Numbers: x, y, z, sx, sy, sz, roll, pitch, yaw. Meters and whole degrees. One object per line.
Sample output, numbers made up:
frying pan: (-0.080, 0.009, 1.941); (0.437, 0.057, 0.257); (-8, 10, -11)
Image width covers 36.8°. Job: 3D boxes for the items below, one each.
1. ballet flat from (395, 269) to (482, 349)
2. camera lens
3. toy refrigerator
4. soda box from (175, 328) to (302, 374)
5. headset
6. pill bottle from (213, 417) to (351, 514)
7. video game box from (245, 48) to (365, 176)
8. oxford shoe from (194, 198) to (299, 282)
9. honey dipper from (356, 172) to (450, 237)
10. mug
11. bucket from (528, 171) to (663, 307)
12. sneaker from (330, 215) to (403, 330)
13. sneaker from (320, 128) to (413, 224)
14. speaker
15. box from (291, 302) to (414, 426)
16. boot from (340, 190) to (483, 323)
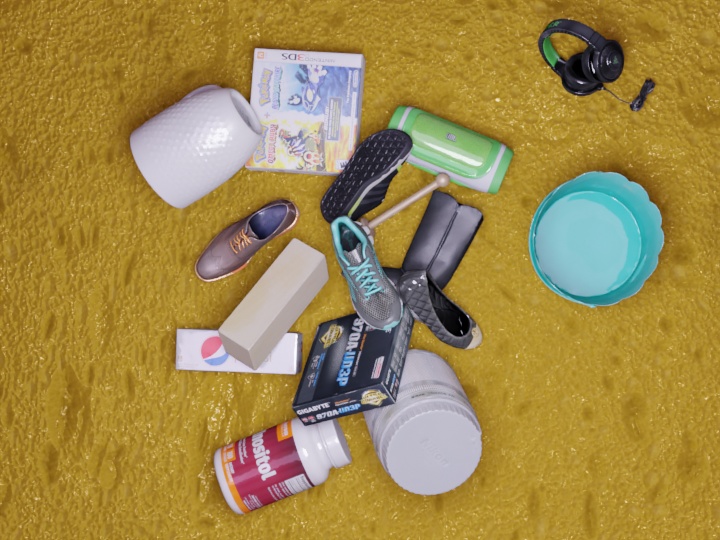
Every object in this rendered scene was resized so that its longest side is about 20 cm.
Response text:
ballet flat: (0.132, 0.066, 1.689); (0.057, 0.200, 0.067); (-17, 47, 38)
camera lens: (0.090, 0.226, 1.650); (0.159, 0.200, 0.160); (-4, 113, -9)
toy refrigerator: (-0.137, 0.051, 1.710); (0.070, 0.076, 0.200); (30, 66, 20)
soda box: (-0.197, 0.131, 1.759); (0.199, 0.064, 0.068); (2, 88, 6)
headset: (0.375, -0.327, 1.709); (0.200, 0.123, 0.094); (40, 72, -9)
pill bottle: (-0.122, 0.301, 1.722); (0.199, 0.113, 0.113); (-22, 86, 3)
video game box: (-0.090, -0.259, 1.775); (0.182, 0.047, 0.201); (4, 88, 8)
oxford shoe: (-0.192, -0.053, 1.761); (0.200, 0.073, 0.071); (-38, 86, 3)
honey dipper: (0.057, -0.099, 1.736); (0.200, 0.038, 0.038); (-33, 85, 16)
mug: (-0.256, -0.223, 1.738); (0.175, 0.148, 0.200); (-30, 44, 15)
bucket: (0.359, -0.046, 1.681); (0.206, 0.135, 0.208); (0, 87, 4)
sneaker: (0.000, 0.000, 1.663); (0.077, 0.091, 0.200); (-29, 65, 5)
sneaker: (0.016, -0.146, 1.732); (0.200, 0.083, 0.072); (-43, 62, 22)
speaker: (0.140, -0.193, 1.732); (0.199, 0.088, 0.089); (23, 90, 5)
box: (-0.009, 0.140, 1.662); (0.159, 0.200, 0.046); (-17, 121, 25)
boot: (0.084, -0.039, 1.739); (0.165, 0.066, 0.200); (28, 93, -3)
